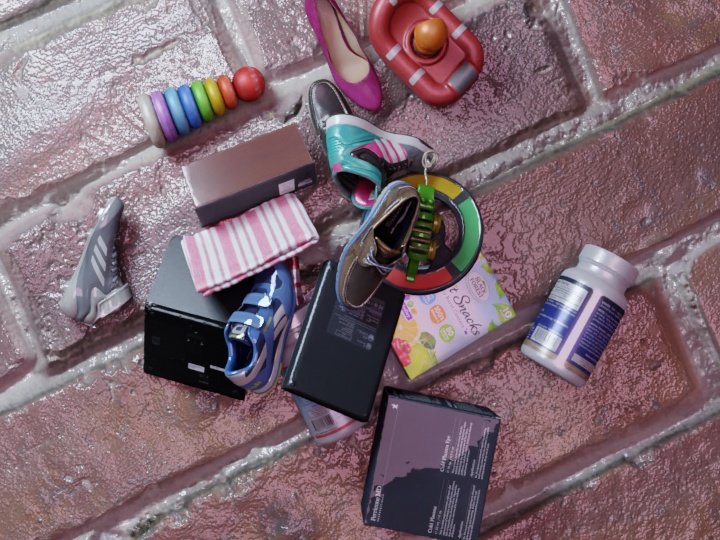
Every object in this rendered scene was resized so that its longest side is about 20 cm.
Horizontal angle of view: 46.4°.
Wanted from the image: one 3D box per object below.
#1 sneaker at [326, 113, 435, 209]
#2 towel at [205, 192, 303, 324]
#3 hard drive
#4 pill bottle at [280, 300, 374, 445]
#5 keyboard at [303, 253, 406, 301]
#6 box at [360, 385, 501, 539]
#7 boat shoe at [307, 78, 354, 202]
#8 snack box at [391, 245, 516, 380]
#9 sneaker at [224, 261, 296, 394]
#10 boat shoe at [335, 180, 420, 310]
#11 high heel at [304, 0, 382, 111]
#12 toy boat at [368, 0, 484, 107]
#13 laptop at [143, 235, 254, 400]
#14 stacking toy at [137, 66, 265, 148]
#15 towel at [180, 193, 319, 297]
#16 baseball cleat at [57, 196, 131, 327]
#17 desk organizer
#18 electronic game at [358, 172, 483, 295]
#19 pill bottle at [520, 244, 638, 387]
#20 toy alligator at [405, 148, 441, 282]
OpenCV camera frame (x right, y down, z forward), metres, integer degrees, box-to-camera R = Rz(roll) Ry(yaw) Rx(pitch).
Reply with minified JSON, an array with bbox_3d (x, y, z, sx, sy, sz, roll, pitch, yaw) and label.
[{"bbox_3d":[0.032,-0.149,1.267,0.197,0.083,0.124,14,71,-30],"label":"sneaker"},{"bbox_3d":[-0.169,-0.015,1.339,0.141,0.023,0.205,-7,91,-3],"label":"towel"},{"bbox_3d":[-0.022,0.104,1.244,0.137,0.033,0.204,24,70,-18],"label":"hard drive"},{"bbox_3d":[-0.065,0.155,1.296,0.107,0.109,0.203,-26,95,-2],"label":"pill bottle"},{"bbox_3d":[0.000,0.000,1.352,0.199,0.011,0.057,-41,92,-2],"label":"keyboard"},{"bbox_3d":[0.106,0.302,1.312,0.178,0.104,0.205,12,90,-3],"label":"box"},{"bbox_3d":[-0.029,-0.208,1.320,0.072,0.065,0.204,-23,93,-4],"label":"boat shoe"},{"bbox_3d":[0.127,0.060,1.336,0.198,0.053,0.144,-30,91,-2],"label":"snack box"},{"bbox_3d":[-0.148,0.074,1.219,0.073,0.082,0.205,-1,76,39],"label":"sneaker"},{"bbox_3d":[0.024,-0.032,1.202,0.071,0.072,0.203,22,97,-19],"label":"boat shoe"},{"bbox_3d":[-0.026,-0.340,1.304,0.067,0.096,0.202,-36,92,-2],"label":"high heel"},{"bbox_3d":[0.102,-0.356,1.292,0.200,0.131,0.131,44,88,-2],"label":"toy boat"},{"bbox_3d":[-0.240,0.075,1.322,0.173,0.104,0.204,14,118,9],"label":"laptop"},{"bbox_3d":[-0.241,-0.262,1.310,0.196,0.085,0.087,-21,91,-8],"label":"stacking toy"},{"bbox_3d":[-0.168,-0.045,1.262,0.197,0.147,0.030,-26,127,-6],"label":"towel"},{"bbox_3d":[-0.393,-0.010,1.314,0.105,0.070,0.203,26,99,-9],"label":"baseball cleat"},{"bbox_3d":[-0.172,-0.149,1.308,0.196,0.072,0.078,-22,71,-9],"label":"desk organizer"},{"bbox_3d":[0.094,-0.060,1.310,0.195,0.042,0.205,-3,70,8],"label":"electronic game"},{"bbox_3d":[0.345,0.069,1.315,0.114,0.116,0.203,30,90,-2],"label":"pill bottle"},{"bbox_3d":[0.093,-0.083,1.250,0.058,0.054,0.205,10,89,-8],"label":"toy alligator"}]
